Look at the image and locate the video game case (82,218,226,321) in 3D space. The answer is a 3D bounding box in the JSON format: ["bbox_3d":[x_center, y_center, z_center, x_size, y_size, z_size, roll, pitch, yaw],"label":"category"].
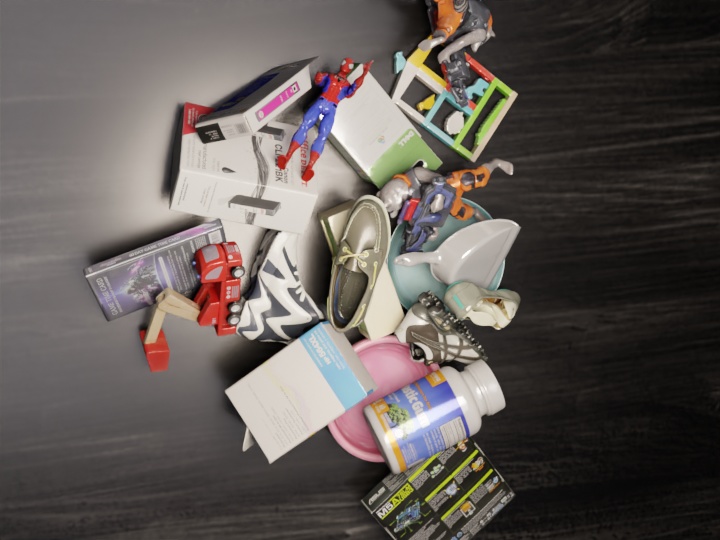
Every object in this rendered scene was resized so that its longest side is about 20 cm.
[{"bbox_3d":[-0.283,0.001,1.435,0.198,0.143,0.019,-21,64,-11],"label":"video game case"}]

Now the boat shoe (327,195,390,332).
[{"bbox_3d":[-0.004,-0.007,1.451,0.071,0.060,0.204,16,111,11],"label":"boat shoe"}]

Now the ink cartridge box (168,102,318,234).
[{"bbox_3d":[-0.164,-0.145,1.430,0.198,0.145,0.084,10,136,-17],"label":"ink cartridge box"}]

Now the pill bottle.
[{"bbox_3d":[0.113,0.214,1.519,0.198,0.112,0.113,-26,103,-7],"label":"pill bottle"}]

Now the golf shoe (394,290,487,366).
[{"bbox_3d":[0.122,0.110,1.552,0.094,0.078,0.200,-43,132,6],"label":"golf shoe"}]

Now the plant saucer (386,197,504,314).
[{"bbox_3d":[0.133,-0.017,1.595,0.198,0.027,0.203,-2,97,-14],"label":"plant saucer"}]

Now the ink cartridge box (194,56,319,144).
[{"bbox_3d":[-0.137,-0.240,1.407,0.200,0.094,0.037,-51,125,-43],"label":"ink cartridge box"}]

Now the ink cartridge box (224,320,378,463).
[{"bbox_3d":[-0.094,0.181,1.475,0.199,0.129,0.126,-34,85,6],"label":"ink cartridge box"}]

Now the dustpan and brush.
[{"bbox_3d":[0.135,-0.018,1.513,0.199,0.057,0.140,-15,141,-40],"label":"dustpan and brush"}]

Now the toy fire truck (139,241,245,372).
[{"bbox_3d":[-0.243,0.051,1.443,0.140,0.049,0.201,-8,132,-21],"label":"toy fire truck"}]

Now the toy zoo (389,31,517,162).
[{"bbox_3d":[0.133,-0.278,1.564,0.199,0.020,0.132,35,87,-17],"label":"toy zoo"}]

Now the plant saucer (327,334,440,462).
[{"bbox_3d":[0.034,0.198,1.584,0.198,0.051,0.203,-2,98,-15],"label":"plant saucer"}]

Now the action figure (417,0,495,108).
[{"bbox_3d":[0.148,-0.350,1.478,0.104,0.193,0.202,-17,87,30],"label":"action figure"}]

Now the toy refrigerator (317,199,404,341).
[{"bbox_3d":[0.000,0.000,1.536,0.069,0.076,0.202,-23,103,-11],"label":"toy refrigerator"}]

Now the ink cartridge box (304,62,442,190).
[{"bbox_3d":[0.020,-0.203,1.522,0.104,0.059,0.200,-44,109,-6],"label":"ink cartridge box"}]

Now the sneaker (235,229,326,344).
[{"bbox_3d":[-0.099,0.022,1.511,0.128,0.079,0.201,21,92,-18],"label":"sneaker"}]

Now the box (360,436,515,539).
[{"bbox_3d":[0.128,0.365,1.611,0.200,0.047,0.194,-42,119,-6],"label":"box"}]

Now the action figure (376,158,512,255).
[{"bbox_3d":[0.110,-0.102,1.508,0.191,0.200,0.105,-2,57,-26],"label":"action figure"}]

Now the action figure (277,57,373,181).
[{"bbox_3d":[-0.046,-0.232,1.395,0.065,0.099,0.201,26,62,-5],"label":"action figure"}]

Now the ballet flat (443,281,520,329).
[{"bbox_3d":[0.199,0.063,1.558,0.067,0.064,0.199,-48,146,21],"label":"ballet flat"}]
